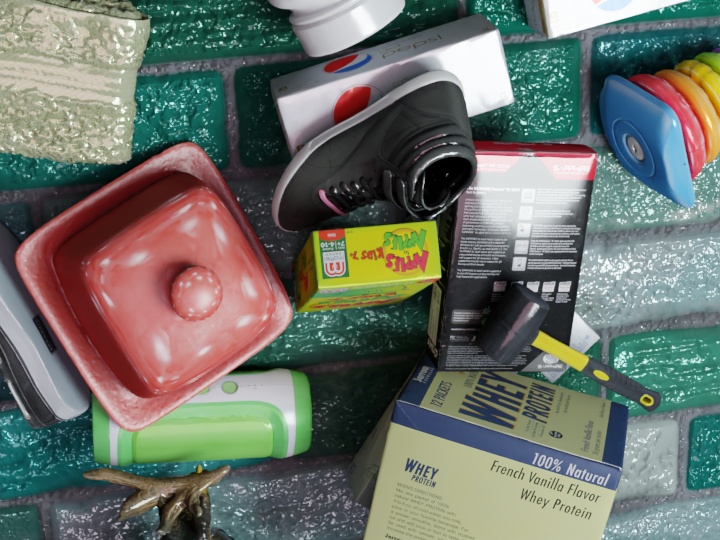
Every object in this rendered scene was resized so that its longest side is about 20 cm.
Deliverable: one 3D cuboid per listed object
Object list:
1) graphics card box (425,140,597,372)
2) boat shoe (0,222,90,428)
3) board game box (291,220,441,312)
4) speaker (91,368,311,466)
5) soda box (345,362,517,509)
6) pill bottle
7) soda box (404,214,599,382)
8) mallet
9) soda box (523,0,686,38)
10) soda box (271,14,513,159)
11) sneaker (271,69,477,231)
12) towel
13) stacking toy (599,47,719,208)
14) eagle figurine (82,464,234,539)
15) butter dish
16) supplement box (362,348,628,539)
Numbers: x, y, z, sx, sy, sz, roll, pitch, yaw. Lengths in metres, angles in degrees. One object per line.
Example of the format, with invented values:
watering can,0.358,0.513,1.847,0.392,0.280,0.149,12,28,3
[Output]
graphics card box,0.129,-0.011,1.113,0.124,0.051,0.203,0,109,-13
boat shoe,-0.312,0.047,1.130,0.067,0.074,0.201,-21,108,19
board game box,0.000,0.000,1.102,0.100,0.200,0.048,-6,83,-8
speaker,-0.147,0.136,1.187,0.197,0.089,0.090,-1,111,-11
soda box,0.068,0.146,1.243,0.068,0.064,0.201,30,102,-19
pill bottle,-0.047,-0.284,1.033,0.112,0.114,0.201,-28,113,0
soda box,0.131,0.010,1.194,0.064,0.068,0.200,-43,112,7
mallet,0.193,0.070,1.115,0.198,0.041,0.066,20,108,-25
soda box,0.242,-0.265,1.123,0.198,0.064,0.069,-16,113,-4
soda box,0.026,-0.156,1.110,0.198,0.064,0.069,-18,115,-3
sneaker,0.011,-0.072,1.047,0.199,0.100,0.071,-34,138,18
towel,-0.283,-0.165,1.074,0.197,0.037,0.150,7,110,-14
stacking toy,0.327,-0.162,1.168,0.199,0.110,0.117,-33,129,-9
eagle figurine,-0.161,0.253,1.181,0.151,0.151,0.201,-42,150,-37
butter dish,-0.155,0.016,1.081,0.199,0.147,0.201,-34,105,-19
supplement box,0.115,0.206,1.132,0.198,0.134,0.202,15,109,10
